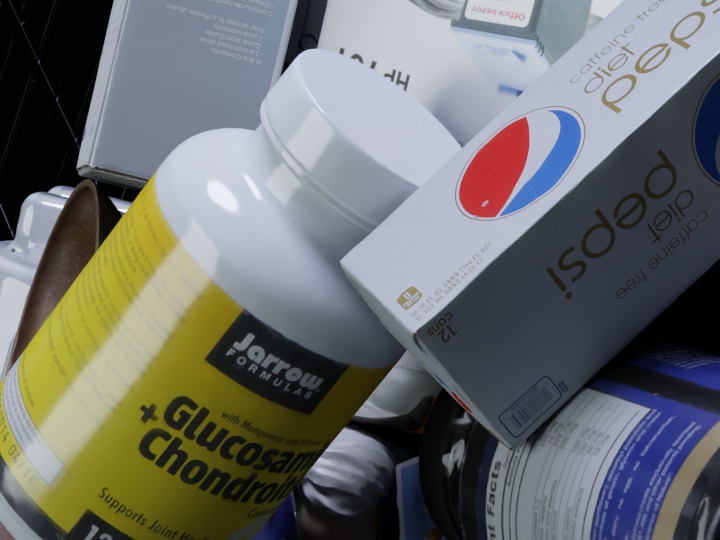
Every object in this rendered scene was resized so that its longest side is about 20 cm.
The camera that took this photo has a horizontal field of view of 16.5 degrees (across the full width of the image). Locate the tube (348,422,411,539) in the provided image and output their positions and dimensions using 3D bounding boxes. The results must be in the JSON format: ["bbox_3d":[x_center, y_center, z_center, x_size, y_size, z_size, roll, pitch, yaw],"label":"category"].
[{"bbox_3d":[-0.026,0.167,1.136,0.077,0.050,0.201,21,98,47],"label":"tube"}]

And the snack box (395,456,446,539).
[{"bbox_3d":[0.053,0.165,0.983,0.072,0.024,0.201,-21,63,37],"label":"snack box"}]

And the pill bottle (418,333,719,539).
[{"bbox_3d":[0.102,0.081,0.842,0.200,0.111,0.113,16,97,63],"label":"pill bottle"}]

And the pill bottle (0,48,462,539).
[{"bbox_3d":[-0.048,0.021,0.911,0.200,0.112,0.112,-52,38,22],"label":"pill bottle"}]

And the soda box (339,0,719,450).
[{"bbox_3d":[0.093,-0.038,0.833,0.200,0.064,0.068,-42,31,-3],"label":"soda box"}]

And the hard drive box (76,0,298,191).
[{"bbox_3d":[-0.072,-0.134,1.152,0.156,0.076,0.201,-166,90,-81],"label":"hard drive box"}]

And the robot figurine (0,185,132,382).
[{"bbox_3d":[-0.165,0.058,1.352,0.170,0.112,0.201,-26,-51,-75],"label":"robot figurine"}]

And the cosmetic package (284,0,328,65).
[{"bbox_3d":[0.033,-0.138,1.100,0.200,0.051,0.152,41,122,58],"label":"cosmetic package"}]

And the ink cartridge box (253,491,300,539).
[{"bbox_3d":[-0.082,0.111,1.080,0.201,0.047,0.198,-93,25,-50],"label":"ink cartridge box"}]

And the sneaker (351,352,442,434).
[{"bbox_3d":[0.000,0.000,1.103,0.200,0.075,0.092,49,121,54],"label":"sneaker"}]

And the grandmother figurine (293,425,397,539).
[{"bbox_3d":[-0.031,0.162,1.045,0.121,0.060,0.201,16,89,53],"label":"grandmother figurine"}]

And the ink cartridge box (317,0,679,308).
[{"bbox_3d":[0.068,-0.101,0.939,0.146,0.086,0.201,24,105,38],"label":"ink cartridge box"}]

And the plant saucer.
[{"bbox_3d":[-0.138,0.058,1.179,0.200,0.036,0.202,-166,90,-75],"label":"plant saucer"}]
